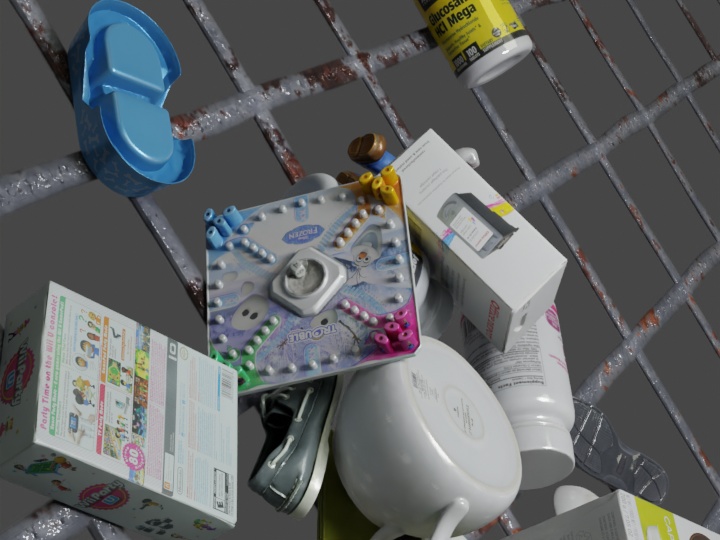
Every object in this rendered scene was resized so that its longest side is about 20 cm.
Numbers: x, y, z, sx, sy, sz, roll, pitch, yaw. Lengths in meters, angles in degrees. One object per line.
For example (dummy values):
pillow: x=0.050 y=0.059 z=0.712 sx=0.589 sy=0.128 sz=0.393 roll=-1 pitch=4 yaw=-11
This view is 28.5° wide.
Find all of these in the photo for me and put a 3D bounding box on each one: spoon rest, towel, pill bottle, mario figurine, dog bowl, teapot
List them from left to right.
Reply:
dog bowl: x=-0.219 y=-0.158 z=1.328 sx=0.111 sy=0.049 sz=0.202 roll=17 pitch=52 yaw=-45
towel: x=-0.011 y=0.247 z=1.307 sx=0.086 sy=0.018 sz=0.202 roll=38 pitch=37 yaw=-37
pill bottle: x=0.000 y=0.000 z=1.430 sx=0.199 sy=0.111 sz=0.113 roll=37 pitch=38 yaw=-29
teapot: x=0.043 y=0.170 z=1.289 sx=0.199 sy=0.146 sz=0.199 roll=56 pitch=25 yaw=10
mario figurine: x=0.075 y=-0.083 z=1.595 sx=0.199 sy=0.124 sz=0.107 roll=22 pitch=35 yaw=-37
pill bottle: x=0.137 y=-0.356 z=1.897 sx=0.112 sy=0.112 sz=0.202 roll=-23 pitch=82 yaw=-56
pill bottle: x=0.174 y=0.129 z=1.554 sx=0.113 sy=0.113 sz=0.202 roll=27 pitch=45 yaw=-38
spoon rest: x=0.270 y=0.328 z=1.584 sx=0.099 sy=0.061 sz=0.201 roll=21 pitch=35 yaw=-44

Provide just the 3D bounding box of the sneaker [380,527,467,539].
sneaker: x=0.100 y=0.309 z=1.348 sx=0.084 sy=0.073 sz=0.202 roll=-14 pitch=75 yaw=-54

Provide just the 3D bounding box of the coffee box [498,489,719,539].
coffee box: x=0.248 y=0.362 z=1.384 sx=0.197 sy=0.199 sz=0.202 roll=27 pitch=44 yaw=-38

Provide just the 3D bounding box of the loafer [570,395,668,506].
loafer: x=0.281 y=0.219 z=1.687 sx=0.199 sy=0.063 sz=0.072 roll=39 pitch=68 yaw=-20

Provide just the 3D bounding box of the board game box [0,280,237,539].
board game box: x=-0.191 y=0.119 z=1.131 sx=0.199 sy=0.064 sz=0.149 roll=32 pitch=40 yaw=-37

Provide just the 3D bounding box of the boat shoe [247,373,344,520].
boat shoe: x=-0.060 y=0.130 z=1.286 sx=0.061 sy=0.073 sz=0.202 roll=24 pitch=44 yaw=-15

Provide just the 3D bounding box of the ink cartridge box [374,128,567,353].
ink cartridge box: x=0.110 y=-0.028 z=1.462 sx=0.200 sy=0.086 sz=0.148 roll=44 pitch=-13 yaw=15

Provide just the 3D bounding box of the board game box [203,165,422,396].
board game box: x=-0.050 y=0.006 z=1.290 sx=0.026 sy=0.197 sz=0.202 roll=63 pitch=18 yaw=-53
